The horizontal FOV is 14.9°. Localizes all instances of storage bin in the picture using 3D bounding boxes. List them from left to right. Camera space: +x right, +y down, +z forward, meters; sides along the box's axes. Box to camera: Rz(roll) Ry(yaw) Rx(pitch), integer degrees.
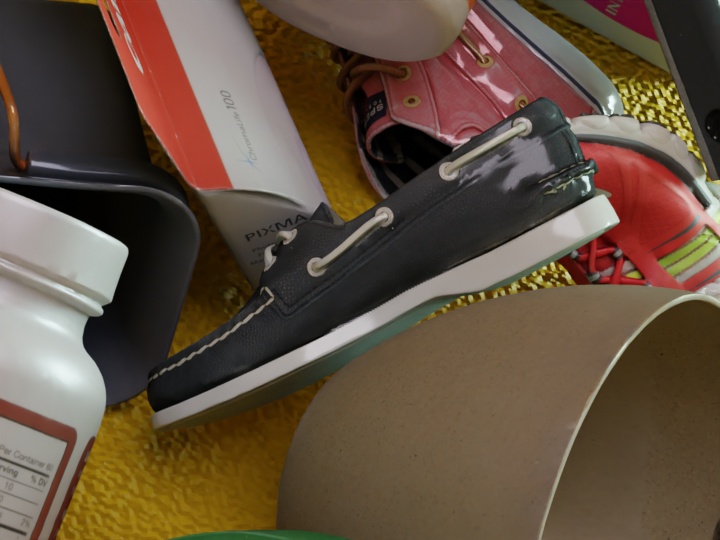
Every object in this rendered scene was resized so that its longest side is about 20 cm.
[{"bbox_3d":[-0.172,-0.046,1.072,0.199,0.146,0.135,3,46,-17],"label":"storage bin"}]

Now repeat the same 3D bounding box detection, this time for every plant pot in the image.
[{"bbox_3d":[0.048,0.093,1.029,0.134,0.201,0.200,13,47,28],"label":"plant pot"}]

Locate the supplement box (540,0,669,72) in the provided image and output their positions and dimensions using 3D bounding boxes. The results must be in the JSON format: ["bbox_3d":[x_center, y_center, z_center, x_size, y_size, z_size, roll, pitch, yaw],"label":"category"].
[{"bbox_3d":[0.100,-0.195,1.281,0.199,0.101,0.104,30,54,3],"label":"supplement box"}]

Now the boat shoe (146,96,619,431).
[{"bbox_3d":[0.000,0.000,1.066,0.199,0.076,0.061,-26,85,4],"label":"boat shoe"}]

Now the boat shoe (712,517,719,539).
[{"bbox_3d":[0.131,0.188,1.018,0.059,0.072,0.201,22,81,-6],"label":"boat shoe"}]

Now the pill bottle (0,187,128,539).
[{"bbox_3d":[-0.156,0.070,0.955,0.112,0.112,0.201,22,84,-3],"label":"pill bottle"}]

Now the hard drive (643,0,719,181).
[{"bbox_3d":[0.153,-0.153,1.155,0.139,0.033,0.201,-30,101,-52],"label":"hard drive"}]

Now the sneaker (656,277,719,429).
[{"bbox_3d":[0.208,0.043,1.131,0.199,0.081,0.076,5,93,-35],"label":"sneaker"}]

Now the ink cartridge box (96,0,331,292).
[{"bbox_3d":[-0.065,-0.089,1.096,0.057,0.200,0.163,-22,64,-2],"label":"ink cartridge box"}]

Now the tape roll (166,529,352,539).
[{"bbox_3d":[-0.034,0.187,0.922,0.201,0.200,0.048,53,16,19],"label":"tape roll"}]

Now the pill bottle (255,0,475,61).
[{"bbox_3d":[0.026,-0.199,1.149,0.114,0.114,0.201,25,72,-1],"label":"pill bottle"}]

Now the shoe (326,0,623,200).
[{"bbox_3d":[0.016,-0.094,1.201,0.200,0.072,0.091,38,50,4],"label":"shoe"}]

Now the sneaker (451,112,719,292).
[{"bbox_3d":[0.118,-0.001,1.138,0.200,0.077,0.085,26,58,-35],"label":"sneaker"}]
